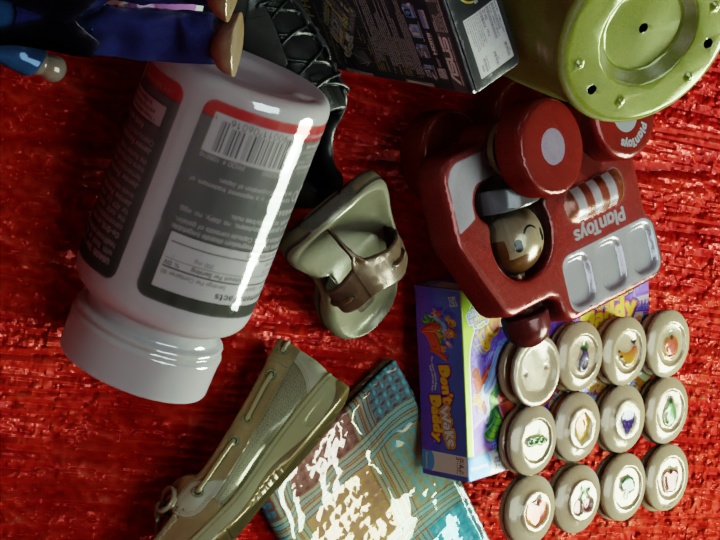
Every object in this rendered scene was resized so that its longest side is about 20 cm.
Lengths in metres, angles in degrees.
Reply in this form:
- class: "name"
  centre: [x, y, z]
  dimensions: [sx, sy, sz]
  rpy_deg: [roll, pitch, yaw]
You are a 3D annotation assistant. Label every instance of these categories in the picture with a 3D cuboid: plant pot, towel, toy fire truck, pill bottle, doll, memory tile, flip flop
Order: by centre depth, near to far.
- class: "doll"
  centre: [-0.168, -0.158, 1.540]
  dimensions: [0.048, 0.200, 0.137]
  rpy_deg: [-79, 171, -46]
- class: "pill bottle"
  centre: [-0.104, -0.030, 1.637]
  dimensions: [0.114, 0.114, 0.200]
  rpy_deg: [8, 111, -43]
- class: "plant pot"
  centre: [0.134, -0.194, 1.737]
  dimensions: [0.200, 0.193, 0.201]
  rpy_deg: [-17, 130, -22]
- class: "flip flop"
  centre: [0.000, 0.000, 1.741]
  dimensions: [0.081, 0.058, 0.200]
  rpy_deg: [-38, 156, -11]
- class: "toy fire truck"
  centre: [0.123, -0.042, 1.833]
  dimensions: [0.200, 0.112, 0.168]
  rpy_deg: [-27, 106, -44]
- class: "towel"
  centre: [0.015, 0.179, 1.875]
  dimensions: [0.147, 0.022, 0.200]
  rpy_deg: [-45, 126, -27]
- class: "memory tile"
  centre: [0.169, 0.108, 1.924]
  dimensions: [0.200, 0.017, 0.153]
  rpy_deg: [-8, 102, -44]

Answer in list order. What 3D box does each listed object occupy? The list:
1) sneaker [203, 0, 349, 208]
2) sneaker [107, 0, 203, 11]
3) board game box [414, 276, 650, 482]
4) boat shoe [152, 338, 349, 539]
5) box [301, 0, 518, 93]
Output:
- class: "sneaker"
  centre: [-0.047, -0.131, 1.702]
  dimensions: [0.076, 0.091, 0.200]
  rpy_deg: [-25, 114, -33]
- class: "sneaker"
  centre: [-0.162, -0.187, 1.585]
  dimensions: [0.200, 0.073, 0.114]
  rpy_deg: [8, 84, -42]
- class: "board game box"
  centre: [0.124, 0.061, 1.916]
  dimensions: [0.200, 0.045, 0.135]
  rpy_deg: [-14, 105, -44]
- class: "boat shoe"
  centre: [-0.090, 0.131, 1.748]
  dimensions: [0.201, 0.063, 0.073]
  rpy_deg: [-48, 172, -18]
- class: "box"
  centre: [0.004, -0.212, 1.680]
  dimensions: [0.049, 0.161, 0.200]
  rpy_deg: [-38, 121, -31]
